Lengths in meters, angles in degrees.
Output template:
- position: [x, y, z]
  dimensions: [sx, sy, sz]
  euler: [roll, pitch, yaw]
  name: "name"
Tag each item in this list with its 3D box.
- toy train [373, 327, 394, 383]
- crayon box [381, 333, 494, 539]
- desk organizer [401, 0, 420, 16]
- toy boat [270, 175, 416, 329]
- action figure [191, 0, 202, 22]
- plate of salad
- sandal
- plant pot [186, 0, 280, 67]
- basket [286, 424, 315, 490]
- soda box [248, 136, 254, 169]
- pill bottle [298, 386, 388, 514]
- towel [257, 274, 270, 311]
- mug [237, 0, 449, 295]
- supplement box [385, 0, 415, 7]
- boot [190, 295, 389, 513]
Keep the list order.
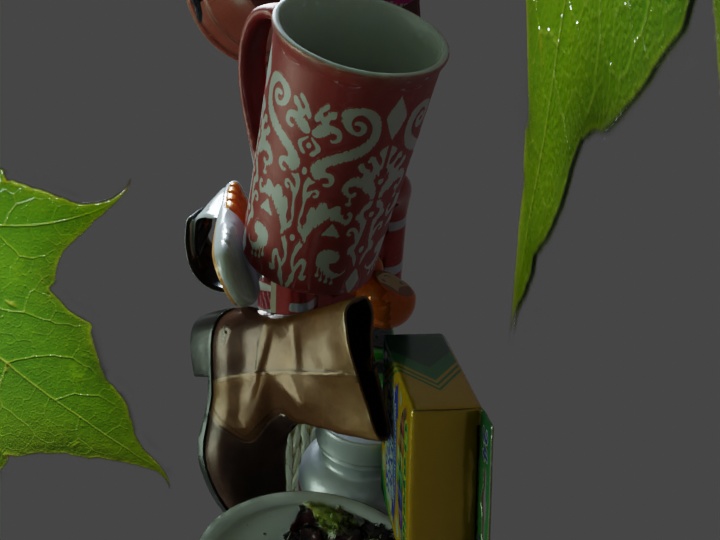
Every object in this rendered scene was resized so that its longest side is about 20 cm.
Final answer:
- position: [0.021, 0.119, 1.393]
  dimensions: [0.200, 0.041, 0.057]
  euler: [-100, 21, -55]
  name: "toy train"
- position: [0.049, 0.133, 1.065]
  dimensions: [0.200, 0.051, 0.127]
  euler: [-115, 25, -74]
  name: "crayon box"
- position: [0.004, -0.151, 1.320]
  dimensions: [0.072, 0.077, 0.200]
  euler: [56, 152, 4]
  name: "desk organizer"
- position: [0.000, 0.000, 1.322]
  dimensions: [0.131, 0.130, 0.201]
  euler: [44, 144, 37]
  name: "toy boat"
- position: [-0.068, -0.302, 1.494]
  dimensions: [0.102, 0.199, 0.119]
  euler: [78, -176, -48]
  name: "action figure"
- position: [-0.037, 0.255, 1.192]
  dimensions: [0.048, 0.199, 0.201]
  euler: [-77, -8, -56]
  name: "plate of salad"
- position: [-0.118, -0.017, 1.247]
  dimensions: [0.207, 0.059, 0.080]
  euler: [-85, -27, -74]
  name: "sandal"
- position: [-0.081, -0.327, 1.653]
  dimensions: [0.195, 0.199, 0.202]
  euler: [-164, 73, -76]
  name: "plant pot"
- position: [-0.057, 0.201, 1.573]
  dimensions: [0.198, 0.160, 0.201]
  euler: [103, 167, -69]
  name: "basket"
- position: [-0.066, -0.135, 1.516]
  dimensions: [0.200, 0.068, 0.064]
  euler: [131, 129, -75]
  name: "soda box"
- position: [0.002, 0.199, 1.249]
  dimensions: [0.109, 0.108, 0.201]
  euler: [-101, 12, -59]
  name: "pill bottle"
- position: [-0.052, 0.081, 1.659]
  dimensions: [0.023, 0.144, 0.200]
  euler: [-56, -9, -25]
  name: "towel"
- position: [-0.024, -0.105, 1.171]
  dimensions: [0.178, 0.133, 0.201]
  euler: [-110, 28, -53]
  name: "mug"
- position: [-0.005, -0.266, 1.292]
  dimensions: [0.200, 0.101, 0.104]
  euler: [105, 163, -69]
  name: "supplement box"
- position: [-0.041, 0.116, 1.161]
  dimensions: [0.199, 0.068, 0.190]
  euler: [-4, 91, 48]
  name: "boot"
